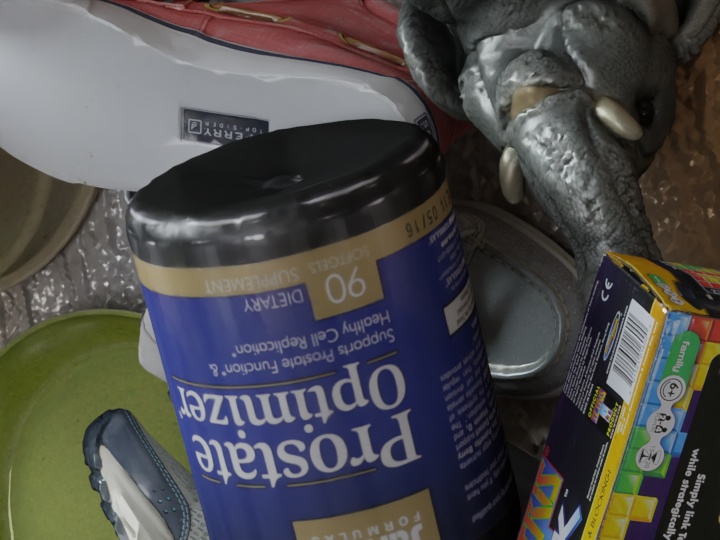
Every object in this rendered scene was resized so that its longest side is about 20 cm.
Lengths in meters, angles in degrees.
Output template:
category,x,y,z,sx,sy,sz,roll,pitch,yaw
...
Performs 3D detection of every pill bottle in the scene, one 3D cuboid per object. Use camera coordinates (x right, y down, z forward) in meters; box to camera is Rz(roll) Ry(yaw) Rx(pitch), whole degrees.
category,x,y,z,sx,sy,sz,roll,pitch,yaw
pill bottle,-0.006,0.056,0.788,0.111,0.112,0.201,-3,110,31

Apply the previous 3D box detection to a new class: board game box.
category,x,y,z,sx,sy,sz,roll,pitch,yaw
board game box,0.136,0.104,0.764,0.057,0.165,0.201,-131,53,-62

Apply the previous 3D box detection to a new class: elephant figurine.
category,x,y,z,sx,sy,sz,roll,pitch,yaw
elephant figurine,0.065,-0.091,0.802,0.200,0.155,0.141,55,160,-19

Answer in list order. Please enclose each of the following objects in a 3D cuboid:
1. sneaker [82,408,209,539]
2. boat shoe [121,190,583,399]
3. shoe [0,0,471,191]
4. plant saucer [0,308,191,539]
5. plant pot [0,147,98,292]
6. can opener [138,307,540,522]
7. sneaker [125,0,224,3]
category,x,y,z,sx,sy,sz,roll,pitch,yaw
sneaker,-0.026,0.119,0.886,0.086,0.078,0.200,-43,104,-4
boat shoe,0.000,-0.002,0.882,0.201,0.065,0.075,26,110,26
shoe,-0.055,-0.072,0.872,0.199,0.091,0.072,13,114,17
plant saucer,-0.095,0.114,0.976,0.199,0.031,0.201,4,99,30
plant pot,-0.228,-0.043,0.910,0.200,0.184,0.201,7,115,14
can opener,0.003,0.057,0.882,0.200,0.066,0.053,31,115,5
sneaker,-0.067,-0.171,0.885,0.077,0.085,0.201,31,112,22
